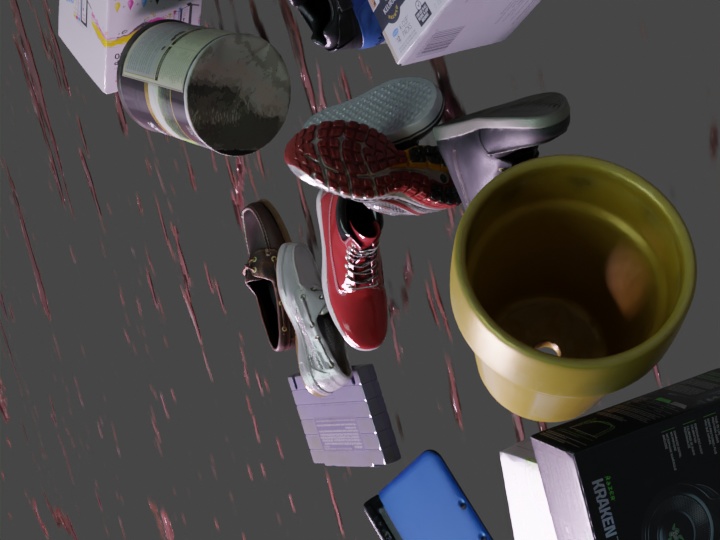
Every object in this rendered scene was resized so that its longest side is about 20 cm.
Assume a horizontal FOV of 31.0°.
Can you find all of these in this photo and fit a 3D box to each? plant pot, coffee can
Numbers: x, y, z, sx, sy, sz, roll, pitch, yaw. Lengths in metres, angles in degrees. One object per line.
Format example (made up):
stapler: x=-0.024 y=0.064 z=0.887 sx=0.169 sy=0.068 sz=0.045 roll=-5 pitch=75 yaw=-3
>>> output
plant pot: x=0.173 y=0.035 z=1.124 sx=0.202 sy=0.199 sz=0.190 roll=55 pitch=162 yaw=26
coffee can: x=-0.198 y=-0.231 z=1.620 sx=0.199 sy=0.145 sz=0.148 roll=22 pitch=125 yaw=53

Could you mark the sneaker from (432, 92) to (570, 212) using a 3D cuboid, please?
sneaker: x=0.145 y=-0.100 z=1.207 sx=0.200 sy=0.074 sz=0.107 roll=2 pitch=113 yaw=68

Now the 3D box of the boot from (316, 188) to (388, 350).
boot: x=0.000 y=0.000 z=1.459 sx=0.144 sy=0.071 sz=0.203 roll=-155 pitch=53 yaw=-76

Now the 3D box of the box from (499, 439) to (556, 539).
box: x=0.226 y=0.266 z=1.299 sx=0.199 sy=0.041 sz=0.158 roll=11 pitch=116 yaw=58

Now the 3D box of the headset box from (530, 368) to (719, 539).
headset box: x=0.261 y=0.191 z=1.050 sx=0.093 sy=0.198 sz=0.176 roll=-171 pitch=66 yaw=-75

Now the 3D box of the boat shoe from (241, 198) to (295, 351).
boat shoe: x=-0.117 y=0.006 z=1.698 sx=0.070 sy=0.070 sz=0.202 roll=-37 pitch=73 yaw=60

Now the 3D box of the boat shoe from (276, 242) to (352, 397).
boat shoe: x=-0.049 y=0.052 z=1.618 sx=0.069 sy=0.070 sz=0.202 roll=-26 pitch=73 yaw=35

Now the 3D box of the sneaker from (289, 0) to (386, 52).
sneaker: x=-0.029 y=-0.323 z=1.320 sx=0.076 sy=0.110 sz=0.203 roll=2 pitch=108 yaw=58

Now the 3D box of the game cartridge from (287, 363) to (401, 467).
game cartridge: x=-0.022 y=0.189 z=1.679 sx=0.199 sy=0.038 sz=0.131 roll=-12 pitch=99 yaw=60

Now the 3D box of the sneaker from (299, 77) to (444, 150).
sneaker: x=0.027 y=-0.145 z=1.371 sx=0.199 sy=0.079 sz=0.079 roll=-8 pitch=144 yaw=46

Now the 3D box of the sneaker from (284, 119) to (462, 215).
sneaker: x=0.011 y=-0.090 z=1.298 sx=0.082 sy=0.198 sz=0.079 roll=-27 pitch=55 yaw=54

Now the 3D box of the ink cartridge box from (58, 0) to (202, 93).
ink cartridge box: x=-0.304 y=-0.368 z=1.719 sx=0.145 sy=0.146 sz=0.201 roll=50 pitch=144 yaw=32

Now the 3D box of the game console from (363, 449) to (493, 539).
game console: x=0.103 y=0.342 z=1.571 sx=0.201 sy=0.118 sz=0.171 roll=58 pitch=179 yaw=22

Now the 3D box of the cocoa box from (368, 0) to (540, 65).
cocoa box: x=0.096 y=-0.292 z=1.106 sx=0.132 sy=0.132 sz=0.200 roll=65 pitch=149 yaw=12
